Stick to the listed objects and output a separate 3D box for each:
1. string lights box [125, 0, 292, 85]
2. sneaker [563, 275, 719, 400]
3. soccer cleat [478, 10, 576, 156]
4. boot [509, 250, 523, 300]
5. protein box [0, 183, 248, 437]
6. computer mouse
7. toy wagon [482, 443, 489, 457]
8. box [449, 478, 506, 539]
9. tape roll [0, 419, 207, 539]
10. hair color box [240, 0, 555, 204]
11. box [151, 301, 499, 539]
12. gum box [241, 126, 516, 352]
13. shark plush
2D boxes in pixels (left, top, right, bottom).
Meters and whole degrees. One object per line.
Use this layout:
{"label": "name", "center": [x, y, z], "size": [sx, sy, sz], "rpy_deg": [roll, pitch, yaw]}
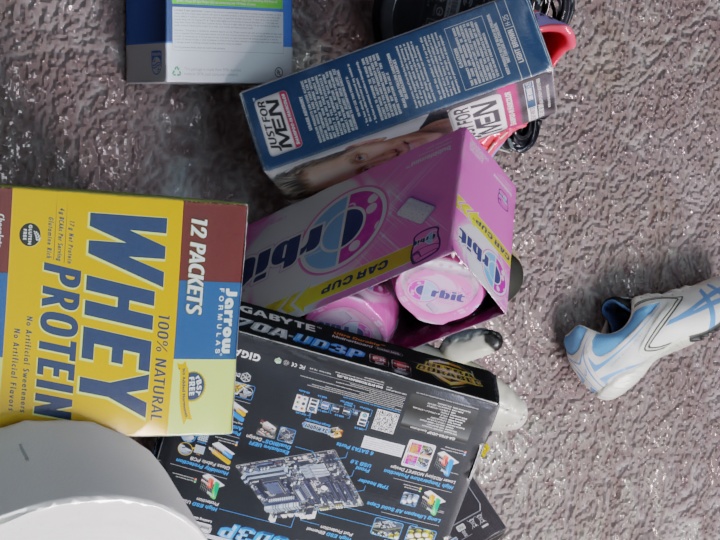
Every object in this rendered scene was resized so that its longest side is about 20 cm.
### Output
{"label": "string lights box", "center": [-0.101, -0.226, 1.106], "size": [0.102, 0.059, 0.202], "rpy_deg": [-3, 96, -36]}
{"label": "sneaker", "center": [0.249, 0.041, 1.382], "size": [0.199, 0.072, 0.073], "rpy_deg": [-26, 82, -39]}
{"label": "soccer cleat", "center": [0.083, -0.104, 1.185], "size": [0.067, 0.076, 0.201], "rpy_deg": [42, 72, -38]}
{"label": "boot", "center": [0.073, 0.016, 1.204], "size": [0.199, 0.138, 0.078], "rpy_deg": [-8, 99, -36]}
{"label": "protein box", "center": [-0.202, 0.018, 0.965], "size": [0.198, 0.199, 0.136], "rpy_deg": [3, 92, -36]}
{"label": "computer mouse", "center": [0.073, -0.176, 1.246], "size": [0.199, 0.053, 0.139], "rpy_deg": [14, 93, -44]}
{"label": "toy wagon", "center": [0.033, 0.206, 1.253], "size": [0.155, 0.039, 0.201], "rpy_deg": [42, 69, -31]}
{"label": "box", "center": [-0.020, 0.166, 1.155], "size": [0.199, 0.048, 0.159], "rpy_deg": [-24, 70, -33]}
{"label": "tape roll", "center": [-0.177, 0.180, 0.882], "size": [0.201, 0.071, 0.203], "rpy_deg": [-17, 129, -22]}
{"label": "hair color box", "center": [0.029, -0.113, 1.113], "size": [0.199, 0.100, 0.061], "rpy_deg": [-19, 76, 5]}
{"label": "box", "center": [-0.029, 0.116, 1.050], "size": [0.199, 0.046, 0.160], "rpy_deg": [15, 113, -7]}
{"label": "gum box", "center": [0.000, 0.000, 1.082], "size": [0.066, 0.199, 0.114], "rpy_deg": [46, 36, -33]}
{"label": "shark plush", "center": [0.017, 0.083, 1.152], "size": [0.083, 0.198, 0.092], "rpy_deg": [25, 68, -80]}
